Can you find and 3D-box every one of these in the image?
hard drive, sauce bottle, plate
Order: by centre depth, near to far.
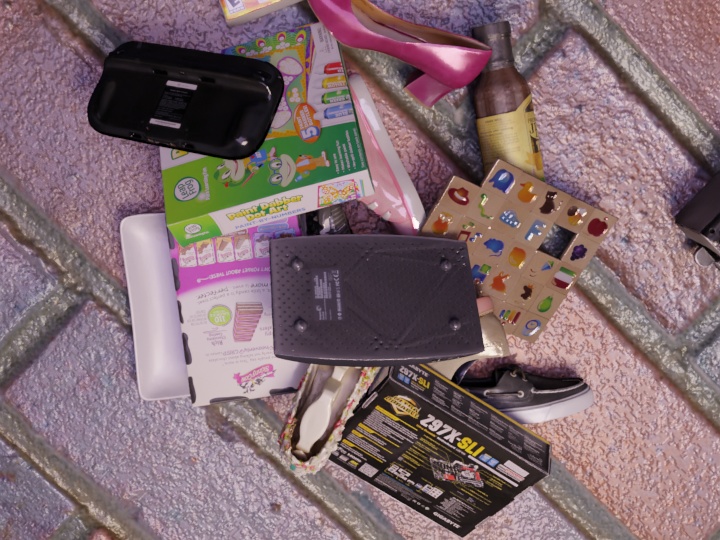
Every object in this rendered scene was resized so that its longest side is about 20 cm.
[{"bbox_3d":[0.012,0.031,0.852,0.198,0.042,0.136,0,60,-10],"label":"hard drive"},{"bbox_3d":[0.153,-0.157,0.936,0.064,0.065,0.202,-11,100,-1],"label":"sauce bottle"},{"bbox_3d":[-0.149,0.032,0.962,0.197,0.032,0.202,-5,98,-2],"label":"plate"}]

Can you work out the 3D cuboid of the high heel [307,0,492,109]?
[{"bbox_3d":[0.035,-0.249,0.884,0.200,0.068,0.096,41,131,-17],"label":"high heel"}]

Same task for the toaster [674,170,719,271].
[{"bbox_3d":[0.461,-0.049,0.937,0.181,0.119,0.200,43,94,-8],"label":"toaster"}]

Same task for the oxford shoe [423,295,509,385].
[{"bbox_3d":[0.064,0.102,0.936,0.199,0.071,0.074,-32,79,26],"label":"oxford shoe"}]

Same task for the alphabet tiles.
[{"bbox_3d":[0.151,-0.020,0.931,0.199,0.008,0.168,22,110,-25],"label":"alphabet tiles"}]

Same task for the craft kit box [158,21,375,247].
[{"bbox_3d":[-0.100,-0.140,0.875,0.196,0.049,0.202,-17,59,6],"label":"craft kit box"}]

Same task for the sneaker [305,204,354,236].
[{"bbox_3d":[0.000,0.000,0.942,0.090,0.067,0.202,-19,115,-10],"label":"sneaker"}]

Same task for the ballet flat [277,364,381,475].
[{"bbox_3d":[-0.023,0.108,0.871,0.075,0.064,0.202,20,85,3],"label":"ballet flat"}]

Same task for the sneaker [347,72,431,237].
[{"bbox_3d":[-0.005,-0.095,0.931,0.104,0.075,0.202,-26,90,-4],"label":"sneaker"}]

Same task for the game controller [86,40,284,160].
[{"bbox_3d":[-0.174,-0.167,0.866,0.198,0.042,0.105,13,79,20],"label":"game controller"}]

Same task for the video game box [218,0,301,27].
[{"bbox_3d":[-0.076,-0.373,0.907,0.198,0.047,0.184,-21,96,0],"label":"video game box"}]

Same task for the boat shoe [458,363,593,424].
[{"bbox_3d":[0.156,0.134,0.974,0.198,0.069,0.057,-7,97,0],"label":"boat shoe"}]

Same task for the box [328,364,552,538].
[{"bbox_3d":[0.075,0.188,0.942,0.199,0.050,0.160,31,128,-9],"label":"box"}]

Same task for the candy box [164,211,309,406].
[{"bbox_3d":[-0.119,0.028,0.916,0.135,0.061,0.202,-6,97,-4],"label":"candy box"}]
